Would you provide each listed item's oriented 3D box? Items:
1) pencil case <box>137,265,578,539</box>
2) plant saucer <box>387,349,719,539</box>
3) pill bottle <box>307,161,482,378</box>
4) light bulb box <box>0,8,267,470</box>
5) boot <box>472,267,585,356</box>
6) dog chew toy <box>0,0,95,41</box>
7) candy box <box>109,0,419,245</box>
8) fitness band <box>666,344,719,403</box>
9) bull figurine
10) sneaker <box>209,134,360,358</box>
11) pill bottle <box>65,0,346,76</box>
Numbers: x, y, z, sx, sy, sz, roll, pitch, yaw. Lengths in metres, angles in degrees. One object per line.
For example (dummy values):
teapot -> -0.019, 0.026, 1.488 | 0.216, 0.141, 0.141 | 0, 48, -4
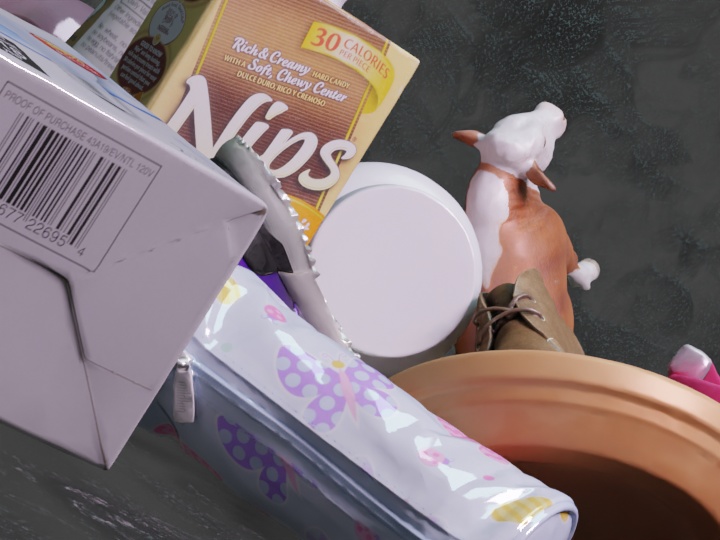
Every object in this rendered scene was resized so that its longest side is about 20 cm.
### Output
pencil case -> -0.006, 0.078, 1.226 | 0.200, 0.083, 0.091 | 35, -9, 19
plant saucer -> 0.088, 0.105, 1.308 | 0.200, 0.037, 0.200 | 8, -34, 6
pill bottle -> 0.000, 0.000, 1.513 | 0.112, 0.112, 0.200 | 32, -5, -7
light bulb box -> -0.177, -0.047, 1.120 | 0.198, 0.125, 0.200 | 29, 6, -38
boot -> 0.069, 0.043, 1.398 | 0.200, 0.074, 0.076 | -20, 92, -80
dog chew toy -> -0.176, -0.087, 1.744 | 0.125, 0.125, 0.200 | 34, -4, 24
candy box -> -0.074, -0.048, 1.396 | 0.115, 0.200, 0.055 | 30, 4, -34
fitness band -> 0.212, 0.097, 1.422 | 0.144, 0.037, 0.200 | 33, -5, 21
bull figurine -> 0.088, 0.013, 1.583 | 0.065, 0.200, 0.121 | 1, -10, 26
sneaker -> -0.060, 0.039, 1.364 | 0.070, 0.099, 0.200 | 40, -23, 54
pill bottle -> -0.072, -0.131, 1.567 | 0.114, 0.200, 0.114 | 42, -4, 3
